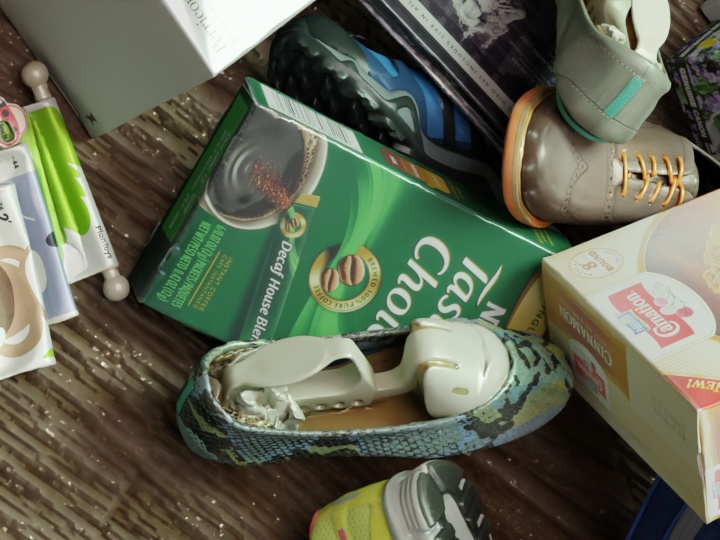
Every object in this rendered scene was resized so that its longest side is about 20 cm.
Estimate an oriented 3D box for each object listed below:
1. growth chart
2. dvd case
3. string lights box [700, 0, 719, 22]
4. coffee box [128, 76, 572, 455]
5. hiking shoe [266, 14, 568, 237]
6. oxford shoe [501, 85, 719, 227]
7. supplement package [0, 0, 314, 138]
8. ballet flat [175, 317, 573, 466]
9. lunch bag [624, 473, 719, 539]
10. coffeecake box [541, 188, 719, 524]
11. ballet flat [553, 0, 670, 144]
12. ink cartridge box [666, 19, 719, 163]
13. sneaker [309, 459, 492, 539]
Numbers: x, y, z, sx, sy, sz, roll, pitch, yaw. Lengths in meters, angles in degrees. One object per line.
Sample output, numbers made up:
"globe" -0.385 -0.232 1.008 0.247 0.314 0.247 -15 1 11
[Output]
"growth chart" -0.206 0.002 1.444 0.200 0.018 0.145 -28 95 -28
"dvd case" 0.076 -0.162 1.583 0.149 0.016 0.200 46 45 -11
"string lights box" 0.283 -0.141 1.617 0.059 0.200 0.103 -41 100 -28
"coffee box" 0.000 0.000 1.504 0.199 0.044 0.123 27 104 -21
"hiking shoe" 0.034 -0.077 1.560 0.200 0.074 0.087 39 55 -25
"oxford shoe" 0.131 -0.055 1.524 0.200 0.073 0.072 -1 97 -62
"supplement package" -0.120 -0.187 1.443 0.111 0.156 0.200 -40 100 -26
"ballet flat" 0.009 0.055 1.460 0.199 0.074 0.075 -10 85 -8
"lunch bag" 0.211 0.160 1.539 0.135 0.200 0.133 -7 49 -29
"coffeecake box" 0.213 0.023 1.478 0.199 0.154 0.073 -22 127 -17
"ballet flat" 0.130 -0.140 1.521 0.067 0.064 0.200 29 33 -21
"ink cartridge box" 0.265 -0.078 1.584 0.050 0.200 0.109 -38 116 -35
"sneaker" 0.036 0.184 1.511 0.201 0.090 0.078 68 27 -22
